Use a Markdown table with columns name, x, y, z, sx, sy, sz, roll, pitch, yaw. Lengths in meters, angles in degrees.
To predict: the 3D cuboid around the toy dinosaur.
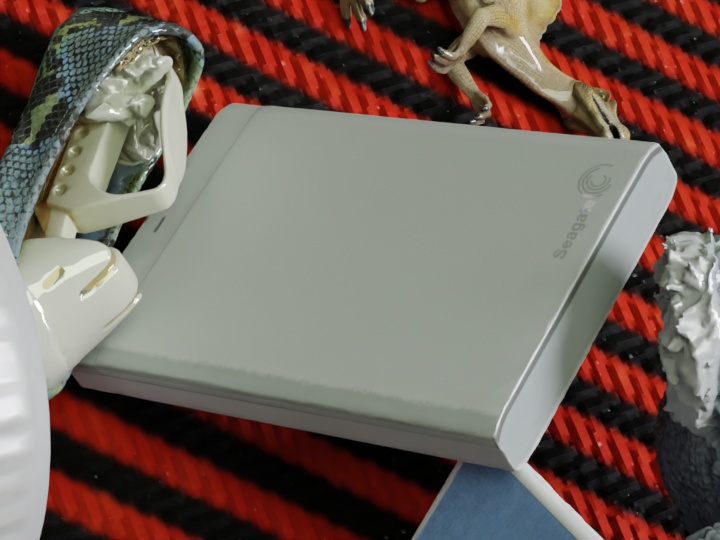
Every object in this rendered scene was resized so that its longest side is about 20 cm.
| name | x | y | z | sx | sy | sz | roll | pitch | yaw |
| --- | --- | --- | --- | --- | --- | --- | --- | --- | --- |
| toy dinosaur | 0.042 | -0.132 | 1.093 | 0.101 | 0.058 | 0.201 | -16 | 83 | -39 |

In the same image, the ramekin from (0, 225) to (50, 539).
| name | x | y | z | sx | sy | sz | roll | pitch | yaw |
| --- | --- | --- | --- | --- | --- | --- | --- | --- | --- |
| ramekin | -0.177 | 0.044 | 0.863 | 0.094 | 0.202 | 0.203 | -7 | 71 | -33 |

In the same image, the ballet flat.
| name | x | y | z | sx | sy | sz | roll | pitch | yaw |
| --- | --- | --- | --- | --- | --- | --- | --- | --- | --- |
| ballet flat | -0.105 | -0.017 | 0.964 | 0.074 | 0.074 | 0.201 | 21 | 60 | -10 |

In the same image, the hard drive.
| name | x | y | z | sx | sy | sz | roll | pitch | yaw |
| --- | --- | --- | --- | --- | --- | --- | --- | --- | --- |
| hard drive | 0.000 | 0.000 | 0.953 | 0.132 | 0.199 | 0.026 | -58 | 136 | -27 |

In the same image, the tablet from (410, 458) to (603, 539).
| name | x | y | z | sx | sy | sz | roll | pitch | yaw |
| --- | --- | --- | --- | --- | --- | --- | --- | --- | --- |
| tablet | 0.073 | 0.162 | 0.865 | 0.014 | 0.131 | 0.200 | 2 | 35 | -49 |

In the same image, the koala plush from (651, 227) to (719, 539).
| name | x | y | z | sx | sy | sz | roll | pitch | yaw |
| --- | --- | --- | --- | --- | --- | --- | --- | --- | --- |
| koala plush | 0.150 | 0.086 | 0.915 | 0.176 | 0.184 | 0.201 | 9 | 93 | -31 |
